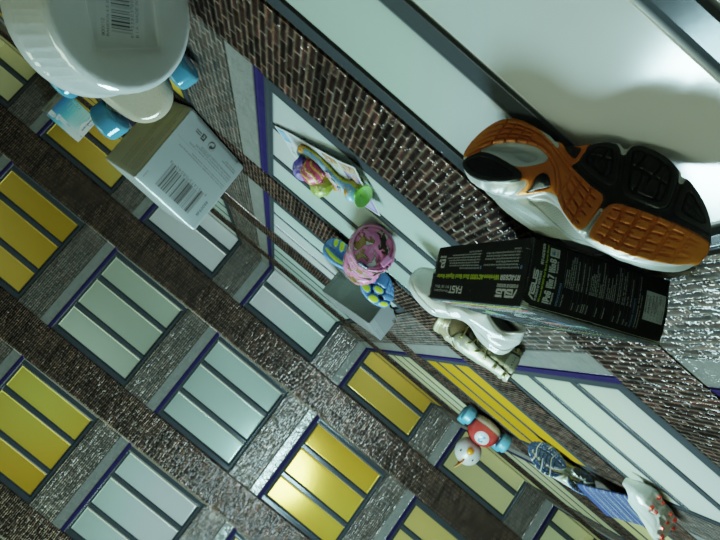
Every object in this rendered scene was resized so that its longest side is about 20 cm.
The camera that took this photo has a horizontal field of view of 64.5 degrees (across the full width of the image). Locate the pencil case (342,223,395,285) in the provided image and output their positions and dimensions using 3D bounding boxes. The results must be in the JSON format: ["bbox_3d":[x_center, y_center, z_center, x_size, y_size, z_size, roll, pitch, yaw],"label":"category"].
[{"bbox_3d":[0.012,-0.025,1.061,0.081,0.089,0.200,8,171,-5],"label":"pencil case"}]

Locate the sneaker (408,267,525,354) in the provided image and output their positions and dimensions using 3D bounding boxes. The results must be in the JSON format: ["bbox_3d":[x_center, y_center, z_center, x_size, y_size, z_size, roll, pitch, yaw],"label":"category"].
[{"bbox_3d":[0.169,0.048,0.889,0.198,0.076,0.089,32,156,6],"label":"sneaker"}]

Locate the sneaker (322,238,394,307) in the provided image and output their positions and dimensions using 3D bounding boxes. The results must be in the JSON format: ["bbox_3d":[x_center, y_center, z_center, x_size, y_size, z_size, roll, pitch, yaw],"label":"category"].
[{"bbox_3d":[-0.001,0.000,1.273,0.199,0.071,0.083,41,-177,-4],"label":"sneaker"}]

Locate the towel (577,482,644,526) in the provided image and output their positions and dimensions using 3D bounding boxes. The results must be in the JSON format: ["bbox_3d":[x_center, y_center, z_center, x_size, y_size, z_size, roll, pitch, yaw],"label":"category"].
[{"bbox_3d":[0.668,0.599,1.455,0.145,0.024,0.199,44,156,-13],"label":"towel"}]

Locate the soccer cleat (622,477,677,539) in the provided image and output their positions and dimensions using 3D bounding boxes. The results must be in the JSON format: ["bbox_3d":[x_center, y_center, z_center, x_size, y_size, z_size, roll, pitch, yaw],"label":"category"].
[{"bbox_3d":[0.622,0.512,1.229,0.201,0.069,0.077,55,167,-32],"label":"soccer cleat"}]

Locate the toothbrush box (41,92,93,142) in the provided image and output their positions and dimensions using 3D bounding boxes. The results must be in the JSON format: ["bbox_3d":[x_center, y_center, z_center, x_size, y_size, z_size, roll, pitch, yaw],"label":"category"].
[{"bbox_3d":[-1.422,-0.758,2.798,0.085,0.147,0.200,31,168,37],"label":"toothbrush box"}]

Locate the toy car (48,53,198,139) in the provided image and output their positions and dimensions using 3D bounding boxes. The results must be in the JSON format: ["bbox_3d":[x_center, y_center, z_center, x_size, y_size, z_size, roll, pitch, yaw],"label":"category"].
[{"bbox_3d":[-0.392,-0.361,0.950,0.177,0.182,0.202,49,-166,-45],"label":"toy car"}]

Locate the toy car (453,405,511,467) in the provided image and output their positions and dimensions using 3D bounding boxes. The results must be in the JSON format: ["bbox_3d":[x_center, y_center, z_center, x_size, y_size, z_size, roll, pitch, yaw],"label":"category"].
[{"bbox_3d":[0.397,0.617,2.014,0.183,0.201,0.177,36,169,10],"label":"toy car"}]

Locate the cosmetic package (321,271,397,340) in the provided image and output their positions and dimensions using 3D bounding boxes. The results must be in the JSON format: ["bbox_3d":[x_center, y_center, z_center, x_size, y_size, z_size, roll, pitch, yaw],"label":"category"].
[{"bbox_3d":[-0.001,0.095,1.588,0.199,0.090,0.107,35,167,40],"label":"cosmetic package"}]

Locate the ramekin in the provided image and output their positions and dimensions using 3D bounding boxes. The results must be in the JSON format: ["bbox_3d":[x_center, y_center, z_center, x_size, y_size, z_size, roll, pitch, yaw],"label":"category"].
[{"bbox_3d":[-0.300,-0.306,0.673,0.097,0.202,0.201,20,160,38],"label":"ramekin"}]

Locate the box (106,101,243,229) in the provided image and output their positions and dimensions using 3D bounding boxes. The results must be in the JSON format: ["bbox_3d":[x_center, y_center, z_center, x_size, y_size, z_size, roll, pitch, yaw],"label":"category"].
[{"bbox_3d":[-0.423,-0.247,1.313,0.170,0.201,0.199,26,165,41],"label":"box"}]

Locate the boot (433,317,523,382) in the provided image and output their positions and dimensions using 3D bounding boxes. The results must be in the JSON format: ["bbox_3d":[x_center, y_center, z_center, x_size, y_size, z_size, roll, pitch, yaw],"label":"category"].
[{"bbox_3d":[0.212,0.126,1.016,0.154,0.073,0.200,35,174,25],"label":"boot"}]

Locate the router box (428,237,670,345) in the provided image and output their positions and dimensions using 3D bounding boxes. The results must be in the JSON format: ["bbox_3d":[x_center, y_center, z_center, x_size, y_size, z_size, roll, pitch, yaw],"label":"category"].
[{"bbox_3d":[0.176,0.020,0.578,0.147,0.063,0.200,15,175,-16],"label":"router box"}]

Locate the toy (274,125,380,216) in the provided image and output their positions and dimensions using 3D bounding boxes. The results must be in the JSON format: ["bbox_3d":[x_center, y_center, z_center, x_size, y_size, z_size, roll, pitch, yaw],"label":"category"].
[{"bbox_3d":[-0.063,-0.147,0.900,0.199,0.047,0.116,31,165,37],"label":"toy"}]

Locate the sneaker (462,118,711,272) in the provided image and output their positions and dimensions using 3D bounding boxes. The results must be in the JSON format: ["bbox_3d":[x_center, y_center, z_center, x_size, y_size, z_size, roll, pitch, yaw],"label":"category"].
[{"bbox_3d":[0.174,-0.052,0.445,0.199,0.076,0.092,40,-179,42],"label":"sneaker"}]

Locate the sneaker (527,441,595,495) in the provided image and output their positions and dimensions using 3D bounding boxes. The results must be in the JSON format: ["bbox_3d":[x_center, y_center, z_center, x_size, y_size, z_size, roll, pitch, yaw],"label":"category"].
[{"bbox_3d":[0.560,0.561,1.613,0.199,0.078,0.085,36,173,22],"label":"sneaker"}]
